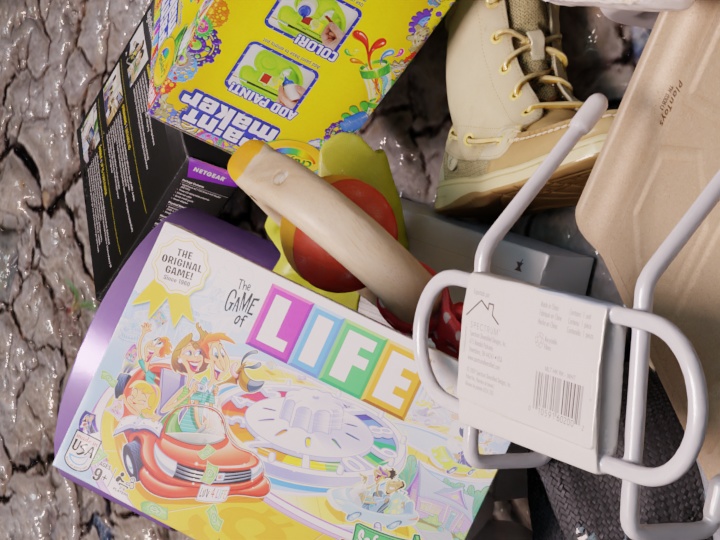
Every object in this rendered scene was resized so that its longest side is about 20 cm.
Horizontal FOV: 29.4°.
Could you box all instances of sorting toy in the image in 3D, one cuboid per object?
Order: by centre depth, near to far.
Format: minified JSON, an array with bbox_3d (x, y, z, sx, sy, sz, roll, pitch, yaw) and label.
[{"bbox_3d":[0.166,-0.032,0.579,0.200,0.036,0.186,-109,31,-50],"label":"sorting toy"}]

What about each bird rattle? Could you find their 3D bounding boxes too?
[{"bbox_3d":[0.000,0.000,0.758,0.113,0.163,0.200,-45,44,4],"label":"bird rattle"}]

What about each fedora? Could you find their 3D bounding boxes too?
[{"bbox_3d":[0.130,0.112,0.678,0.201,0.091,0.201,170,90,-88],"label":"fedora"}]

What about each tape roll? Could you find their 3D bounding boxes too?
[{"bbox_3d":[-0.115,0.065,0.915,0.085,0.200,0.201,23,108,10],"label":"tape roll"}]

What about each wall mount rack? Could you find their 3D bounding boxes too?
[{"bbox_3d":[0.101,0.012,0.573,0.200,0.074,0.174,15,102,61],"label":"wall mount rack"}]

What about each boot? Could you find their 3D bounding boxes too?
[{"bbox_3d":[0.100,-0.114,0.776,0.200,0.073,0.156,168,105,-70],"label":"boot"}]

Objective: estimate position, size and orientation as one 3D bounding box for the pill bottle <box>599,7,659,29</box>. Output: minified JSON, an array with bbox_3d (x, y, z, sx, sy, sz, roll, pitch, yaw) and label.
[{"bbox_3d":[0.182,-0.226,0.691,0.111,0.111,0.201,6,93,46],"label":"pill bottle"}]

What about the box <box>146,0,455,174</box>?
[{"bbox_3d":[-0.033,-0.197,0.854,0.193,0.122,0.200,-52,28,31],"label":"box"}]

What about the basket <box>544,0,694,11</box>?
[{"bbox_3d":[0.060,-0.227,0.631,0.198,0.160,0.201,-136,50,-70],"label":"basket"}]

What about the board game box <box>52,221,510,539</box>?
[{"bbox_3d":[-0.034,0.079,0.677,0.200,0.034,0.135,25,90,8],"label":"board game box"}]

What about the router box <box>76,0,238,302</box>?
[{"bbox_3d":[-0.157,-0.089,1.039,0.149,0.051,0.200,-52,37,32],"label":"router box"}]

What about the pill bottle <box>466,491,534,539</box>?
[{"bbox_3d":[0.072,0.206,0.737,0.109,0.110,0.200,-30,96,41],"label":"pill bottle"}]

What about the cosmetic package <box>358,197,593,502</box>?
[{"bbox_3d":[0.041,0.039,0.869,0.200,0.052,0.151,21,105,44],"label":"cosmetic package"}]
